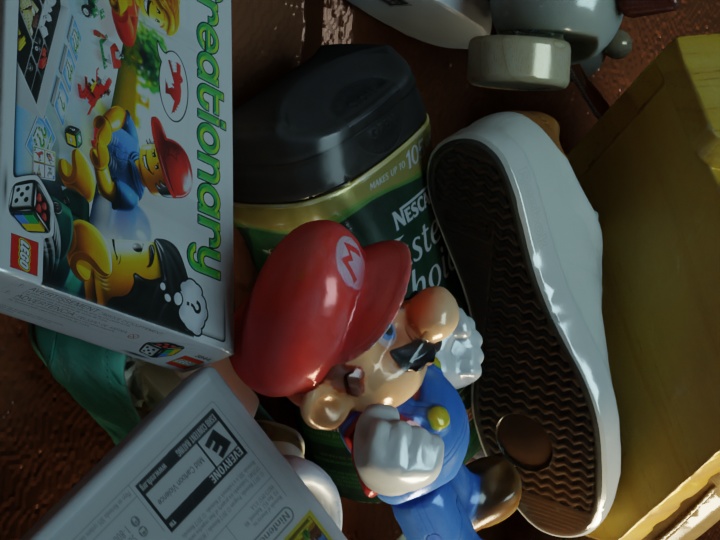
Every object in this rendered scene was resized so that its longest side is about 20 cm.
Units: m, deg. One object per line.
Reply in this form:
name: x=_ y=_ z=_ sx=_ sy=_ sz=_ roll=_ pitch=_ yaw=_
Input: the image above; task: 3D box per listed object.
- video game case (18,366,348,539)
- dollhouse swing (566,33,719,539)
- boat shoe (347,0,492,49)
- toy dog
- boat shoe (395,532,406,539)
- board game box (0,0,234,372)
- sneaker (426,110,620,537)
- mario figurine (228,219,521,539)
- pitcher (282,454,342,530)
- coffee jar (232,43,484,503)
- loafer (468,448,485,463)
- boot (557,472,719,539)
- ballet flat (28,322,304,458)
video game case: x=-0.063 y=0.164 z=0.705 sx=0.183 sy=0.023 sz=0.200 roll=52 pitch=48 yaw=-8
dollhouse swing: x=0.171 y=0.013 z=0.939 sx=0.181 sy=0.200 sz=0.177 roll=-10 pitch=60 yaw=-44
boat shoe: x=0.008 y=-0.169 z=0.881 sx=0.199 sy=0.073 sz=0.069 roll=23 pitch=74 yaw=-50
toy dog: x=0.117 y=-0.130 z=0.936 sx=0.200 sy=0.095 sz=0.133 roll=-49 pitch=144 yaw=-65
boat shoe: x=-0.013 y=0.213 z=0.910 sx=0.200 sy=0.062 sz=0.072 roll=-48 pitch=163 yaw=-16
board game box: x=-0.104 y=-0.072 z=0.747 sx=0.126 sy=0.034 sz=0.202 roll=23 pitch=58 yaw=-48
sneaker: x=0.093 y=0.022 z=0.877 sx=0.084 sy=0.072 sz=0.202 roll=-31 pitch=114 yaw=-49
mario figurine: x=0.028 y=0.055 z=0.780 sx=0.106 sy=0.123 sz=0.201 roll=-44 pitch=130 yaw=-14
pitcher: x=-0.086 y=0.170 z=0.766 sx=0.199 sy=0.121 sz=0.173 roll=-8 pitch=105 yaw=-42
coffee jar: x=0.000 y=0.000 z=0.881 sx=0.104 sy=0.085 sz=0.202 roll=-40 pitch=122 yaw=-40
loafer: x=0.106 y=0.084 z=1.028 sx=0.199 sy=0.072 sz=0.063 roll=-15 pitch=146 yaw=-46
boot: x=0.190 y=0.075 z=0.988 sx=0.066 sy=0.200 sz=0.175 roll=42 pitch=51 yaw=4
ballet flat: x=-0.066 y=0.073 z=0.825 sx=0.200 sy=0.070 sz=0.068 roll=52 pitch=54 yaw=-39
